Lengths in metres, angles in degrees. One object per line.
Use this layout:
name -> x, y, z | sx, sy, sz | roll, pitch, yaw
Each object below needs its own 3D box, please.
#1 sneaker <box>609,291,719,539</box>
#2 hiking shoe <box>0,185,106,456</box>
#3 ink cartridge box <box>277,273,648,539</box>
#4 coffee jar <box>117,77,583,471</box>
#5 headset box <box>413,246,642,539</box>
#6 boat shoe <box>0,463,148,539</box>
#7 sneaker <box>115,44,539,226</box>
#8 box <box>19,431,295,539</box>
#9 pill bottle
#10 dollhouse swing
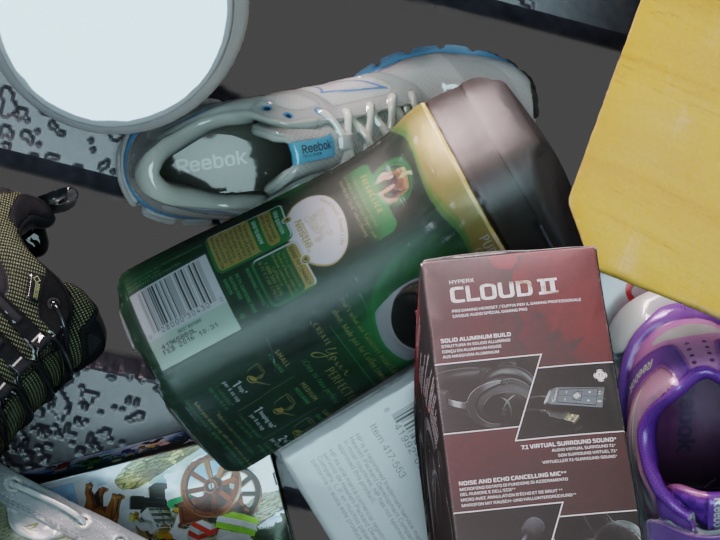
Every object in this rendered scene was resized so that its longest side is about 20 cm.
sneaker -> 0.149, 0.111, 1.114 | 0.080, 0.088, 0.201 | -8, 102, -5
hiking shoe -> -0.162, 0.041, 1.133 | 0.100, 0.076, 0.201 | -2, 61, -8
ink cartridge box -> 0.080, 0.086, 1.191 | 0.200, 0.086, 0.147 | -31, 100, 0
coffee jar -> 0.000, 0.000, 1.122 | 0.199, 0.086, 0.104 | -29, 142, 4
headset box -> 0.067, 0.096, 1.042 | 0.077, 0.149, 0.201 | -4, 62, -2
boat shoe -> -0.096, 0.136, 1.155 | 0.201, 0.074, 0.065 | 14, 74, 2
sneaker -> -0.012, -0.055, 1.165 | 0.199, 0.087, 0.075 | -13, 96, -4
box -> -0.126, 0.159, 1.210 | 0.199, 0.038, 0.137 | -14, 99, -2
pill bottle -> -0.104, -0.119, 1.090 | 0.113, 0.200, 0.114 | -1, 98, -4
dollhouse swing -> 0.222, -0.046, 1.076 | 0.181, 0.175, 0.201 | 13, 98, -48
